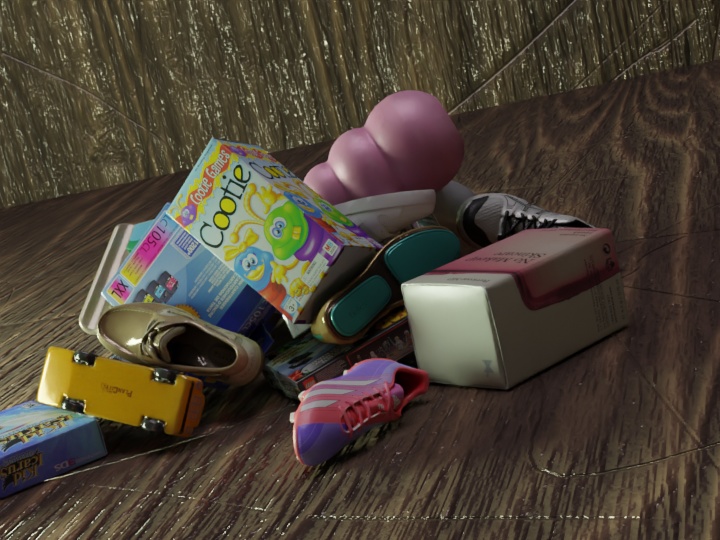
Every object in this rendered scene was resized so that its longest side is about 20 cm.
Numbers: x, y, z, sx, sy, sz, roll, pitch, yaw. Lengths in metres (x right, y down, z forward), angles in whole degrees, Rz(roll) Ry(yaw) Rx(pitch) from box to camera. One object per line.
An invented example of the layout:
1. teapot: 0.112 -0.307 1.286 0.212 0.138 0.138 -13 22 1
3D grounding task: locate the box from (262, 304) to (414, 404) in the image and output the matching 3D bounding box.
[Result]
1. box: 0.000 0.076 1.669 0.200 0.040 0.137 -29 16 -15

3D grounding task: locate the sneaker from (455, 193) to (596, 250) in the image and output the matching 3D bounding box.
1. sneaker: 0.213 -0.050 1.843 0.200 0.076 0.088 11 -5 -23

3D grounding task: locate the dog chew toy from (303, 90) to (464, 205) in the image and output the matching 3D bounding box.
1. dog chew toy: 0.019 -0.121 1.798 0.200 0.125 0.125 -32 12 2

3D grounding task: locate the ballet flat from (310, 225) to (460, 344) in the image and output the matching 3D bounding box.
1. ballet flat: 0.022 0.014 1.647 0.200 0.069 0.063 -33 3 -31

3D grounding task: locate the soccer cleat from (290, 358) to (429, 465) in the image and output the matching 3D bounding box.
1. soccer cleat: -0.002 0.129 1.459 0.076 0.067 0.200 -3 12 24

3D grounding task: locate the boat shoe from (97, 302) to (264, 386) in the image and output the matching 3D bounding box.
1. boat shoe: -0.202 0.074 1.652 0.200 0.072 0.065 15 -6 22

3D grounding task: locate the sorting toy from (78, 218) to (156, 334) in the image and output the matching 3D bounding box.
1. sorting toy: -0.232 -0.011 1.860 0.200 0.037 0.185 -9 43 23

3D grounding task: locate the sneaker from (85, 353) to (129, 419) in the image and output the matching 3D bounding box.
1. sneaker: -0.283 0.118 1.789 0.114 0.076 0.200 -14 14 -17

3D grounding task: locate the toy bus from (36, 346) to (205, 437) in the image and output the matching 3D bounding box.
1. toy bus: -0.248 0.129 1.628 0.200 0.065 0.078 9 -8 29

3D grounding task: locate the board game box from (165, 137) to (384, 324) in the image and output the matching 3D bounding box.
1. board game box: -0.092 -0.042 1.667 0.200 0.105 0.103 39 15 22

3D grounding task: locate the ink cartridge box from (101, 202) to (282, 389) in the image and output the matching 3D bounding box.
1. ink cartridge box: -0.172 0.039 1.725 0.137 0.200 0.076 -53 -21 7

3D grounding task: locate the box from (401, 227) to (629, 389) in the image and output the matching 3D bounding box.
1. box: 0.161 0.035 1.594 0.200 0.109 0.128 -23 15 -39

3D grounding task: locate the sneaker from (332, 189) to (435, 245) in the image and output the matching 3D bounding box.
1. sneaker: 0.002 -0.020 1.718 0.200 0.116 0.074 -15 -7 26

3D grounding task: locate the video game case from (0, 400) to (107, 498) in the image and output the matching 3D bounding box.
1. video game case: -0.395 0.197 1.626 0.200 0.046 0.181 -21 15 -31

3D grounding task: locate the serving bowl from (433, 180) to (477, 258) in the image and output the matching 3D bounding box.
1. serving bowl: 0.063 -0.027 1.913 0.200 0.200 0.066 -13 52 2

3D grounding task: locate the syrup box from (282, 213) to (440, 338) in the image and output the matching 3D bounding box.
1. syrup box: 0.000 0.000 1.802 0.200 0.082 0.079 -34 -19 23
